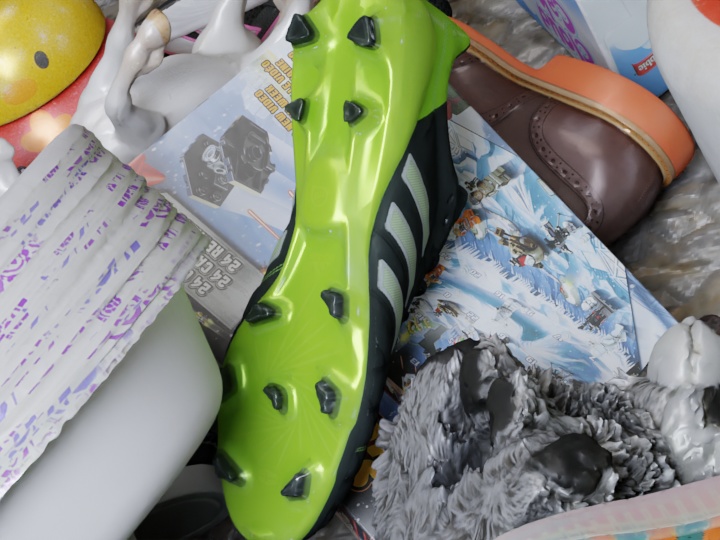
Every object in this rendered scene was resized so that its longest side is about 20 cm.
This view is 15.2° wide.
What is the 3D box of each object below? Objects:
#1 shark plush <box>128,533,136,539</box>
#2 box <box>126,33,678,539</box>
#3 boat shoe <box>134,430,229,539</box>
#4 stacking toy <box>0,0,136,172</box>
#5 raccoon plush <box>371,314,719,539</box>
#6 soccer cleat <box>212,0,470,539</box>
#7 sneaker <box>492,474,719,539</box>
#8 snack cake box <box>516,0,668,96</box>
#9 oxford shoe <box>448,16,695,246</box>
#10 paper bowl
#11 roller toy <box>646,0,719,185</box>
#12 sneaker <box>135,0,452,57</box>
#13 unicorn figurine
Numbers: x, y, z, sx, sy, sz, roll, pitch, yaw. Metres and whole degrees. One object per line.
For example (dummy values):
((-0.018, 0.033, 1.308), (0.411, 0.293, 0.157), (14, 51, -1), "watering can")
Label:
((-0.066, 0.170, 0.973), (0.083, 0.091, 0.200), (-45, 52, 17), "shark plush")
((0.010, 0.008, 0.996), (0.137, 0.040, 0.200), (-39, 73, -10), "box")
((-0.147, 0.100, 1.073), (0.199, 0.076, 0.061), (-19, 65, 3), "boat shoe")
((-0.149, -0.083, 1.194), (0.146, 0.200, 0.146), (-22, 36, 17), "stacking toy")
((0.068, 0.102, 0.926), (0.200, 0.134, 0.097), (-59, 37, 25), "raccoon plush")
((0.000, 0.000, 0.944), (0.067, 0.081, 0.201), (12, 92, 37), "soccer cleat")
((0.095, 0.117, 0.829), (0.199, 0.072, 0.080), (-19, 42, -14), "sneaker")
((0.113, -0.164, 1.196), (0.115, 0.067, 0.200), (-33, 34, -2), "snack cake box")
((0.044, -0.055, 1.121), (0.200, 0.071, 0.073), (18, 66, 50), "oxford shoe")
((-0.124, 0.057, 0.895), (0.201, 0.104, 0.201), (-47, 5, 5), "paper bowl")
((0.203, -0.087, 0.963), (0.182, 0.140, 0.200), (-39, 35, -7), "roller toy")
((-0.036, -0.107, 1.242), (0.080, 0.087, 0.200), (-40, 12, -35), "sneaker")
((-0.087, -0.072, 1.112), (0.199, 0.138, 0.074), (-13, 48, -27), "unicorn figurine")
